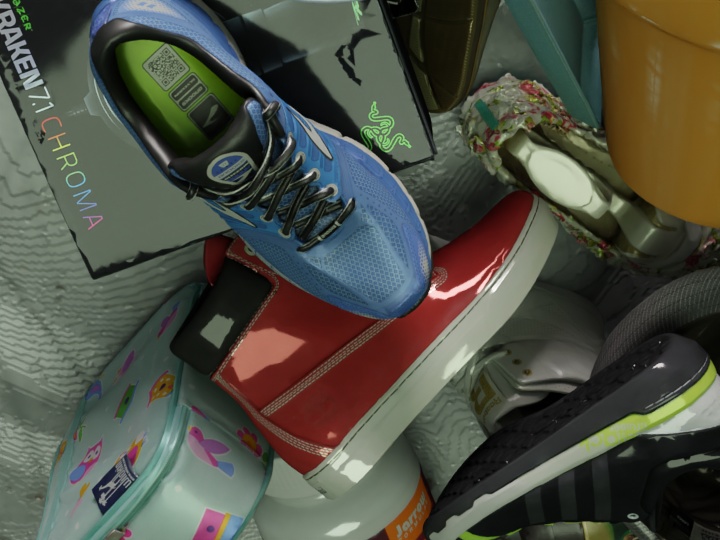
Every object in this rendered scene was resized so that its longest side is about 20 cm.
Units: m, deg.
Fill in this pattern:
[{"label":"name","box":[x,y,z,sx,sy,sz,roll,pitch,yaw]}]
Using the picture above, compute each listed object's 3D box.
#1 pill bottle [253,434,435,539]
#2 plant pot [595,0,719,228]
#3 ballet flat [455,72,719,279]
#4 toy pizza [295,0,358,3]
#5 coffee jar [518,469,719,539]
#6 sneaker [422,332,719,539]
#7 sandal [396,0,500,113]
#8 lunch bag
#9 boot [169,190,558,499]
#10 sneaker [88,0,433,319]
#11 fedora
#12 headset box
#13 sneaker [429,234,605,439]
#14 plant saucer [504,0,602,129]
[{"label":"pill bottle","box":[-0.004,0.164,0.847,0.109,0.110,0.200,-18,119,7]},{"label":"plant pot","box":[0.196,-0.127,0.661,0.200,0.200,0.183,-1,136,-3]},{"label":"ballet flat","box":[0.140,-0.040,0.767,0.200,0.064,0.076,27,113,-18]},{"label":"toy pizza","box":[-0.015,-0.219,0.582,0.200,0.032,0.201,-1,95,-9]},{"label":"coffee jar","box":[0.192,0.126,0.840,0.200,0.104,0.085,-13,134,5]},{"label":"sneaker","box":[0.117,0.112,0.694,0.200,0.072,0.083,-37,95,34]},{"label":"sandal","box":[0.059,-0.171,0.688,0.080,0.054,0.200,38,138,23]},{"label":"lunch bag","box":[-0.120,0.110,0.757,0.077,0.200,0.160,38,113,-19]},{"label":"boot","box":[0.000,0.000,0.709,0.144,0.072,0.200,44,77,-4]},{"label":"sneaker","box":[-0.049,-0.044,0.602,0.200,0.089,0.079,41,105,-11]},{"label":"fedora","box":[0.217,0.071,0.723,0.177,0.090,0.200,29,123,12]},{"label":"headset box","box":[-0.070,-0.115,0.676,0.200,0.093,0.174,-18,106,7]},{"label":"sneaker","box":[0.058,0.043,0.780,0.200,0.116,0.074,13,120,-9]},{"label":"plant saucer","box":[0.094,-0.132,0.649,0.019,0.200,0.070,0,77,19]}]
